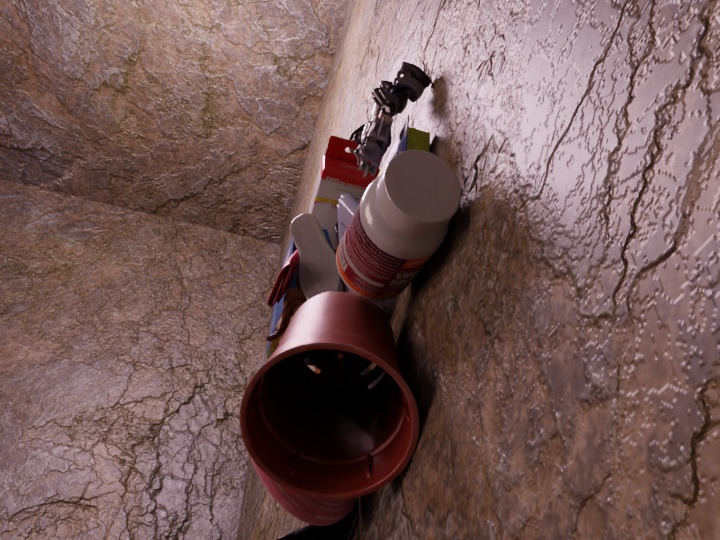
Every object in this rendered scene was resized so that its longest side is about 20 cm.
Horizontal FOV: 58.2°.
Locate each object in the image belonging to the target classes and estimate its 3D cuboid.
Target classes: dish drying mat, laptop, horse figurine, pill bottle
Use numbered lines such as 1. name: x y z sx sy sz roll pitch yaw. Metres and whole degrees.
1. dish drying mat: -0.125 0.010 1.101 0.200 0.018 0.078 -88 20 -83
2. laptop: -0.084 0.374 0.933 0.103 0.198 0.179 44 124 37
3. horse figurine: -0.112 0.073 1.103 0.200 0.049 0.135 -40 -39 -84
4. pill bottle: 0.042 -0.049 0.779 0.200 0.108 0.111 122 157 -61

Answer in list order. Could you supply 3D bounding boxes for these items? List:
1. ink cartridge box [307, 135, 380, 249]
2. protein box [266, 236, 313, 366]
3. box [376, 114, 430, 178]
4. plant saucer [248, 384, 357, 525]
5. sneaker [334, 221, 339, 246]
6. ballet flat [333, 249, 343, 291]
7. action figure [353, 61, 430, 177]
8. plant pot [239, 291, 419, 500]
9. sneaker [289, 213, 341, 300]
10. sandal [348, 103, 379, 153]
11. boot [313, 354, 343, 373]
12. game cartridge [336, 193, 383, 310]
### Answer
1. ink cartridge box: -0.031 -0.141 1.235 0.068 0.114 0.202 -93 18 -56
2. protein box: -0.102 0.059 1.333 0.201 0.133 0.201 117 161 -53
3. box: 0.054 -0.114 0.950 0.200 0.047 0.124 121 158 -60
4. plant saucer: -0.064 0.232 0.866 0.051 0.200 0.202 -38 29 23
5. sneaker: -0.014 -0.022 1.150 0.201 0.074 0.092 -89 6 -58
6. ballet flat: -0.031 0.031 1.197 0.072 0.067 0.203 -50 30 47
7. action figure: 0.033 -0.222 0.953 0.130 0.069 0.201 -51 10 52
8. plant pot: -0.031 0.130 0.791 0.196 0.197 0.204 -84 10 -67
9. sneaker: -0.061 0.009 1.095 0.116 0.073 0.202 66 -174 -49
10. sandal: 0.006 -0.280 1.351 0.080 0.056 0.204 -107 30 -68
11. boot: -0.043 0.129 1.031 0.200 0.075 0.158 95 163 -74
12. game cartridge: 0.000 0.000 0.963 0.133 0.040 0.204 -118 23 -66
